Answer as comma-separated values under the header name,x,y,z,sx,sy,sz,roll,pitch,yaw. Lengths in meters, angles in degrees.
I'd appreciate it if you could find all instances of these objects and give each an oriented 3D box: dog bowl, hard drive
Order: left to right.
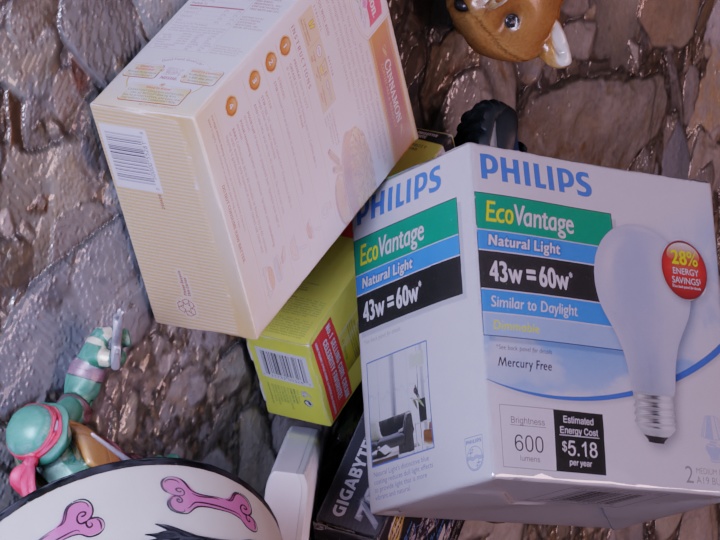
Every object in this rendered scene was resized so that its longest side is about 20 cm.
name,x,y,z,sx,sy,sz,roll,pitch,yaw
dog bowl,-0.118,0.193,1.420,0.199,0.074,0.201,-16,133,-18
hard drive,-0.045,0.170,1.656,0.200,0.026,0.133,-63,160,-86

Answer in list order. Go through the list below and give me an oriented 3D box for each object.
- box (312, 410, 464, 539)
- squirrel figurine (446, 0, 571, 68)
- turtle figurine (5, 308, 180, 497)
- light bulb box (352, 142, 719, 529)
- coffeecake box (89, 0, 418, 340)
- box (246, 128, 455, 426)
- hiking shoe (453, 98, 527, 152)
name,x,y,z,sx,sy,sz,roll,pitch,yaw
box,0.031,0.137,1.787,0.199,0.049,0.201,82,26,-54
squirrel figurine,0.128,-0.226,1.829,0.200,0.141,0.188,-3,108,-58
turtle figurine,-0.133,0.102,1.507,0.200,0.100,0.150,51,15,-55
light bulb box,0.110,0.044,1.686,0.198,0.125,0.201,7,72,-36
coffeecake box,-0.055,-0.085,1.604,0.200,0.073,0.154,-51,139,-40
box,0.000,0.000,1.751,0.200,0.050,0.075,-54,144,-38
hiking shoe,0.105,-0.018,1.871,0.086,0.074,0.201,-8,107,-16
